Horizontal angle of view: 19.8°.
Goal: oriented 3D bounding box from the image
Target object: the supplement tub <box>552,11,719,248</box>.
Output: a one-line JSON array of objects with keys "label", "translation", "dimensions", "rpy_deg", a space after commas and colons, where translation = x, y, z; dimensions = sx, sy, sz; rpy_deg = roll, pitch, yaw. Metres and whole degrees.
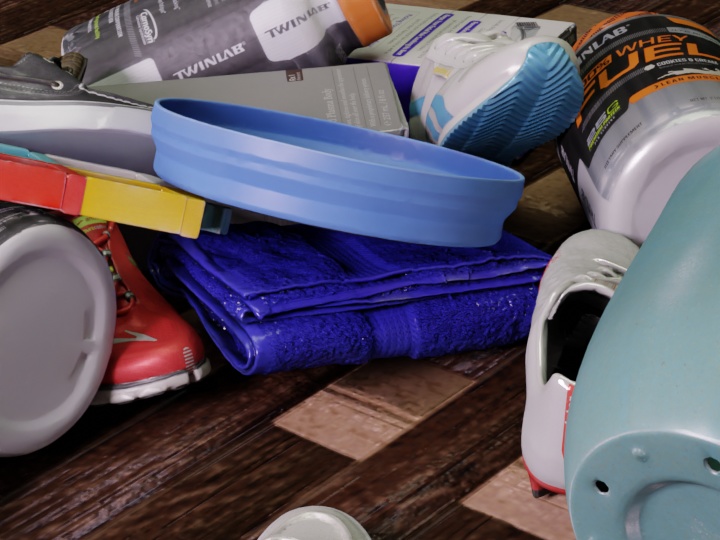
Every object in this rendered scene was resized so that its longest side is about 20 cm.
[{"label": "supplement tub", "translation": [0.177, -0.071, 1.186], "dimensions": [0.122, 0.123, 0.200], "rpy_deg": [-6, 26, -4]}]

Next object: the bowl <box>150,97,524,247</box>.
[{"label": "bowl", "translation": [-0.014, -0.051, 1.085], "dimensions": [0.199, 0.040, 0.201], "rpy_deg": [11, 8, -2]}]

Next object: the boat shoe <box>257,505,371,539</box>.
[{"label": "boat shoe", "translation": [-0.028, 0.143, 0.839], "dimensions": [0.070, 0.070, 0.200], "rpy_deg": [1, 27, 9]}]

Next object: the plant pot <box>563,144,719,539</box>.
[{"label": "plant pot", "translation": [0.175, 0.067, 0.843], "dimensions": [0.200, 0.202, 0.161], "rpy_deg": [14, 43, 32]}]

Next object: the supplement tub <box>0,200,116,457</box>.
[{"label": "supplement tub", "translation": [-0.231, 0.014, 1.050], "dimensions": [0.199, 0.123, 0.122], "rpy_deg": [14, 31, 36]}]

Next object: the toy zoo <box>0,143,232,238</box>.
[{"label": "toy zoo", "translation": [-0.160, -0.046, 1.050], "dimensions": [0.199, 0.021, 0.131], "rpy_deg": [11, 5, -19]}]

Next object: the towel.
[{"label": "towel", "translation": [0.000, 0.000, 1.112], "dimensions": [0.199, 0.050, 0.148], "rpy_deg": [-5, 26, -27]}]

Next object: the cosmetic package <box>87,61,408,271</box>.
[{"label": "cosmetic package", "translation": [-0.075, -0.062, 1.243], "dimensions": [0.198, 0.091, 0.107], "rpy_deg": [-4, 30, -6]}]

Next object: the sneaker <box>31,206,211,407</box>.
[{"label": "sneaker", "translation": [-0.147, 0.008, 1.109], "dimensions": [0.077, 0.085, 0.200], "rpy_deg": [-18, 30, -26]}]

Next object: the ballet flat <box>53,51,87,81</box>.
[{"label": "ballet flat", "translation": [-0.218, -0.054, 1.190], "dimensions": [0.046, 0.067, 0.201], "rpy_deg": [31, 64, -5]}]

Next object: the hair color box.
[{"label": "hair color box", "translation": [0.036, -0.132, 1.394], "dimensions": [0.199, 0.065, 0.109], "rpy_deg": [8, 28, 26]}]

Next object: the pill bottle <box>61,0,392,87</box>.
[{"label": "pill bottle", "translation": [-0.081, -0.144, 1.315], "dimensions": [0.199, 0.107, 0.106], "rpy_deg": [-24, 25, 9]}]

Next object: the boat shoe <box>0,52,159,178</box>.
[{"label": "boat shoe", "translation": [-0.188, -0.091, 1.142], "dimensions": [0.198, 0.070, 0.067], "rpy_deg": [2, 64, -12]}]

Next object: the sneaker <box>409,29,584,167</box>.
[{"label": "sneaker", "translation": [0.070, -0.105, 1.206], "dimensions": [0.076, 0.081, 0.200], "rpy_deg": [-4, -11, -17]}]

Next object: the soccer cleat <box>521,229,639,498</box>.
[{"label": "soccer cleat", "translation": [0.115, 0.028, 1.009], "dimensions": [0.068, 0.086, 0.200], "rpy_deg": [7, 37, 10]}]
